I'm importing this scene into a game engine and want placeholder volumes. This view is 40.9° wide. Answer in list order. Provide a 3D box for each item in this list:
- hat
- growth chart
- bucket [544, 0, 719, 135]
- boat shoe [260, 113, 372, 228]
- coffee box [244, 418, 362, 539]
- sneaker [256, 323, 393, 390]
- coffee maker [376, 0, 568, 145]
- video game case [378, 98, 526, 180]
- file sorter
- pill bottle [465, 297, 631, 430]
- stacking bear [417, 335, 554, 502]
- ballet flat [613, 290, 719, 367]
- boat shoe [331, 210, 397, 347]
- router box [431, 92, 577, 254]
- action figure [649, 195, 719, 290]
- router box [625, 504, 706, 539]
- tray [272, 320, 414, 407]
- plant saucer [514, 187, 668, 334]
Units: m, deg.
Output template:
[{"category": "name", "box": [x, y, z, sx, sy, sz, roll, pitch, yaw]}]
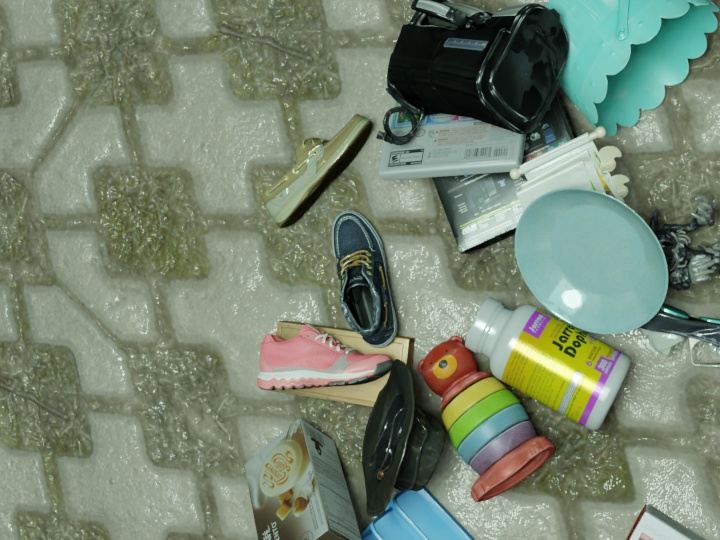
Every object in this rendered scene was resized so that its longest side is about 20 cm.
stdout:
[{"category": "hat", "box": [0.064, 0.217, 1.230, 0.079, 0.201, 0.205, 13, 93, -10]}, {"category": "growth chart", "box": [0.270, -0.077, 1.209, 0.142, 0.018, 0.202, -17, 124, 11]}, {"category": "bucket", "box": [0.315, -0.283, 1.168, 0.207, 0.207, 0.135, -44, 69, 12]}, {"category": "boat shoe", "box": [-0.066, -0.150, 1.356, 0.066, 0.074, 0.200, 46, 102, 8]}, {"category": "coffee box", "box": [-0.078, 0.316, 1.288, 0.114, 0.079, 0.201, -41, 36, 15]}, {"category": "sneaker", "box": [-0.053, 0.115, 1.309, 0.196, 0.074, 0.089, -6, 83, 17]}, {"category": "coffee maker", "box": [0.134, -0.228, 1.162, 0.199, 0.133, 0.196, 29, 111, 55]}, {"category": "video game case", "box": [0.128, -0.208, 1.266, 0.197, 0.024, 0.185, -1, 65, 30]}, {"category": "file sorter", "box": [0.042, 0.405, 1.281, 0.139, 0.122, 0.201, 43, 101, 14]}, {"category": "pill bottle", "box": [0.236, 0.112, 1.232, 0.198, 0.104, 0.106, 28, 97, 17]}, {"category": "stacking bear", "box": [0.151, 0.181, 1.258, 0.121, 0.113, 0.202, -38, 67, 11]}, {"category": "ballet flat", "box": [0.406, 0.080, 1.196, 0.196, 0.073, 0.075, 15, 93, 16]}, {"category": "boat shoe", "box": [0.000, 0.000, 1.306, 0.070, 0.091, 0.204, -21, 70, 10]}, {"category": "router box", "box": [0.196, -0.129, 1.273, 0.197, 0.062, 0.152, -23, 82, 17]}, {"category": "action figure", "box": [0.413, -0.027, 1.169, 0.196, 0.102, 0.121, 2, 68, 12]}, {"category": "router box", "box": [0.399, 0.425, 1.198, 0.198, 0.049, 0.182, 31, 98, 17]}, {"category": "tray", "box": [-0.026, 0.133, 1.356, 0.196, 0.037, 0.101, 6, 90, 19]}, {"category": "plant saucer", "box": [0.285, -0.018, 1.180, 0.198, 0.039, 0.204, 23, 133, 26]}]
